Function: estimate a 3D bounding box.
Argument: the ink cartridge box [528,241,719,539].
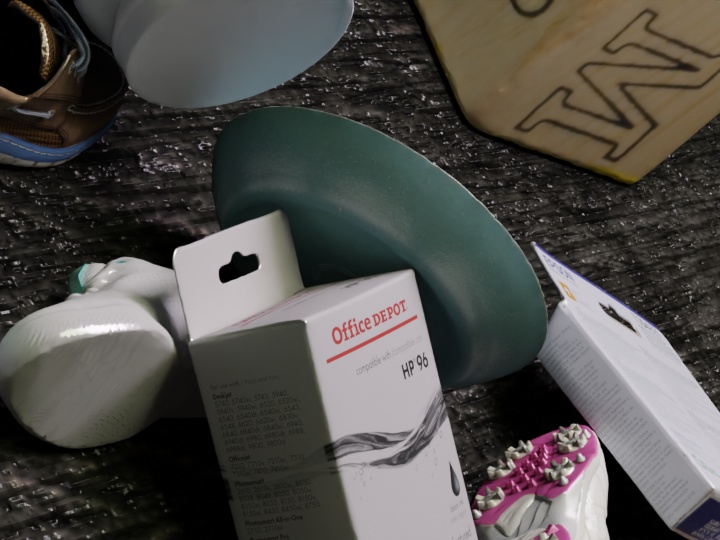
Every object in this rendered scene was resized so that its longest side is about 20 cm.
[{"bbox_3d":[0.181,0.091,1.446,0.199,0.041,0.200,30,21,-54],"label":"ink cartridge box"}]

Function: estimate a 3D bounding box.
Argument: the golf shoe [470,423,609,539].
[{"bbox_3d":[0.103,0.158,1.302,0.092,0.075,0.200,62,24,-20],"label":"golf shoe"}]

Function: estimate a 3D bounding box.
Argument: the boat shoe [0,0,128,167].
[{"bbox_3d":[-0.172,-0.097,1.209,0.072,0.072,0.200,55,29,11],"label":"boat shoe"}]

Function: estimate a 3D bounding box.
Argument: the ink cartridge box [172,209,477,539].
[{"bbox_3d":[-0.013,0.071,1.149,0.116,0.068,0.201,-25,102,-60],"label":"ink cartridge box"}]

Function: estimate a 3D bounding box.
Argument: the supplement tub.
[{"bbox_3d":[-0.093,-0.200,1.252,0.145,0.145,0.200,8,53,-49],"label":"supplement tub"}]

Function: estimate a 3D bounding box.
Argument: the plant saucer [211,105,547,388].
[{"bbox_3d":[0.000,0.000,1.241,0.200,0.200,0.036,42,61,-12],"label":"plant saucer"}]

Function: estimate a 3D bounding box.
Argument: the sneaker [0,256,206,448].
[{"bbox_3d":[-0.119,0.028,1.153,0.089,0.075,0.200,47,21,22],"label":"sneaker"}]

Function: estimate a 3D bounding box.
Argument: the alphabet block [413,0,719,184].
[{"bbox_3d":[0.171,-0.207,1.676,0.196,0.200,0.196,18,41,-43],"label":"alphabet block"}]
